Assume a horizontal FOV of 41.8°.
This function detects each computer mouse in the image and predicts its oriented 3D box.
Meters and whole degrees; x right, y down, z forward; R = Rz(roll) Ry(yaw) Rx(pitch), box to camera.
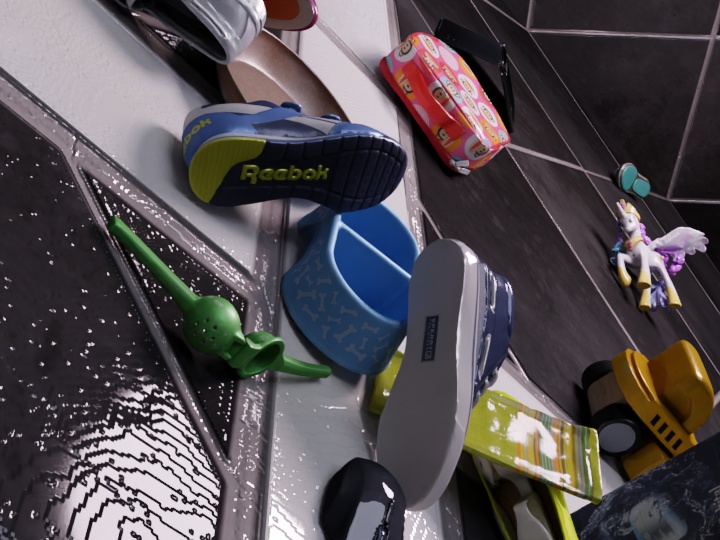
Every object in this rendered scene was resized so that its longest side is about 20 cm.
[{"bbox_3d":[0.005,0.187,0.569,0.059,0.034,0.201,44,25,-24],"label":"computer mouse"}]

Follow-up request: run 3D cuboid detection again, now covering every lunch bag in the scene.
[{"bbox_3d":[0.116,-0.231,1.301,0.201,0.082,0.176,55,24,3],"label":"lunch bag"}]

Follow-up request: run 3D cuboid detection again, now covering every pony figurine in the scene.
[{"bbox_3d":[0.548,-0.022,1.779,0.192,0.166,0.202,27,49,-32],"label":"pony figurine"}]

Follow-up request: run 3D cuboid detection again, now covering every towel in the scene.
[{"bbox_3d":[0.103,0.122,0.760,0.198,0.018,0.086,23,27,-4],"label":"towel"}]

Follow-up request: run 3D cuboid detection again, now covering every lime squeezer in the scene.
[{"bbox_3d":[-0.084,0.041,0.616,0.199,0.038,0.071,38,-3,-31],"label":"lime squeezer"}]

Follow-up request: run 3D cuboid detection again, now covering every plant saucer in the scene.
[{"bbox_3d":[-0.070,-0.147,0.888,0.200,0.037,0.201,42,27,-26],"label":"plant saucer"}]

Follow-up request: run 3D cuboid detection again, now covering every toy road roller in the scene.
[{"bbox_3d":[0.368,0.178,1.129,0.200,0.145,0.123,45,25,-18],"label":"toy road roller"}]

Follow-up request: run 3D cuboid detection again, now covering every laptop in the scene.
[{"bbox_3d":[0.223,-0.376,1.796,0.188,0.114,0.202,-69,148,-63],"label":"laptop"}]

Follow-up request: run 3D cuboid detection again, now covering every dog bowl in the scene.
[{"bbox_3d":[0.000,0.000,0.780,0.111,0.050,0.201,37,28,-15],"label":"dog bowl"}]

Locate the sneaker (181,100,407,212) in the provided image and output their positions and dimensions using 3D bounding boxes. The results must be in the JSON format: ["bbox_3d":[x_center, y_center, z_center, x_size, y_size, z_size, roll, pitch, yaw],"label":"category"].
[{"bbox_3d":[-0.051,-0.097,0.751,0.198,0.075,0.082,3,34,-34],"label":"sneaker"}]

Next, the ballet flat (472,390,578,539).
[{"bbox_3d":[0.134,0.183,0.775,0.067,0.066,0.202,35,30,-56],"label":"ballet flat"}]

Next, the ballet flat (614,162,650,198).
[{"bbox_3d":[0.691,-0.237,2.447,0.063,0.068,0.199,35,8,36],"label":"ballet flat"}]

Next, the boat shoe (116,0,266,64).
[{"bbox_3d":[-0.176,-0.245,0.785,0.199,0.072,0.069,37,61,-13],"label":"boat shoe"}]

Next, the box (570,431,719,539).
[{"bbox_3d":[0.284,0.263,0.780,0.118,0.199,0.197,47,23,-16],"label":"box"}]

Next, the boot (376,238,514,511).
[{"bbox_3d":[0.074,0.084,0.710,0.090,0.072,0.203,28,69,-45],"label":"boot"}]

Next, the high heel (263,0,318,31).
[{"bbox_3d":[-0.094,-0.295,0.950,0.200,0.068,0.096,42,27,24],"label":"high heel"}]
